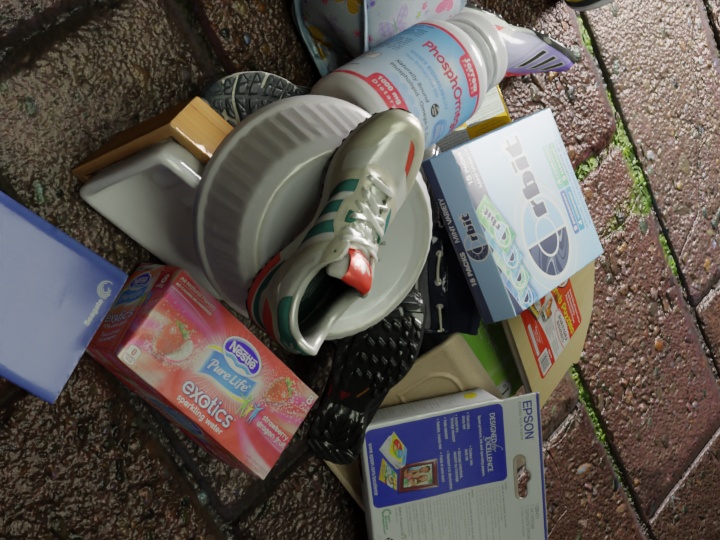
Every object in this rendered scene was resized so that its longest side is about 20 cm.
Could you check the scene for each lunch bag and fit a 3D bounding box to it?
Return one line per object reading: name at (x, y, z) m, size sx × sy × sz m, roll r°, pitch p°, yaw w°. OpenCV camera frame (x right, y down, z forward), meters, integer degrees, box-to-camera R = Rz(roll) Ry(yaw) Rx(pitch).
lunch bag at (0.018, -0.296, 1.022) m, size 0.169 × 0.127 × 0.201 m, roll -38°, pitch 140°, yaw -28°

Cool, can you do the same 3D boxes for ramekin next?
ramekin at (-0.031, -0.037, 0.830) m, size 0.201 × 0.094 × 0.204 m, roll -10°, pitch 112°, yaw -24°

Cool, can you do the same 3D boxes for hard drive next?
hard drive at (-0.313, 0.007, 0.853) m, size 0.200 × 0.025 × 0.133 m, roll 37°, pitch 72°, yaw -29°

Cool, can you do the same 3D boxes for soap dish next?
soap dish at (-0.139, -0.062, 0.914) m, size 0.200 × 0.157 × 0.082 m, roll 41°, pitch 54°, yaw -31°

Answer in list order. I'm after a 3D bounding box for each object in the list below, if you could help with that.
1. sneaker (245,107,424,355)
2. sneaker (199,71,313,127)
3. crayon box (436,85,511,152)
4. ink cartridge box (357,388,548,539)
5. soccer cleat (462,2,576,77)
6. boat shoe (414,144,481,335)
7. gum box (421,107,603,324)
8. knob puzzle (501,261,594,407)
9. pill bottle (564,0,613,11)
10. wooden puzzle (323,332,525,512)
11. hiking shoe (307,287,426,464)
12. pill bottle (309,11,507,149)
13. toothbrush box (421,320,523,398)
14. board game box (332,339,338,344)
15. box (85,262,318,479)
sneaker at (-0.003, -0.023, 0.739) m, size 0.070 × 0.093 × 0.201 m, roll 35°, pitch 91°, yaw -32°
sneaker at (-0.083, -0.149, 0.982) m, size 0.199 × 0.086 × 0.078 m, roll 1°, pitch 100°, yaw -46°
crayon box at (0.108, -0.131, 1.112) m, size 0.125 × 0.052 × 0.201 m, roll -25°, pitch 102°, yaw -10°
ink cartridge box at (0.100, 0.231, 1.095) m, size 0.198 × 0.047 × 0.200 m, roll -10°, pitch 109°, yaw -10°
soccer cleat at (0.171, -0.256, 1.185) m, size 0.199 × 0.068 × 0.074 m, roll 10°, pitch 102°, yaw -36°
boat shoe at (0.091, -0.027, 1.027) m, size 0.092 × 0.075 × 0.202 m, roll 7°, pitch 108°, yaw 6°
gum box at (0.161, -0.061, 1.028) m, size 0.199 × 0.044 × 0.171 m, roll -27°, pitch 97°, yaw -46°
knob puzzle at (0.212, 0.025, 1.144) m, size 0.219 × 0.030 × 0.222 m, roll -5°, pitch 97°, yaw -49°
pill bottle at (0.250, -0.418, 1.195) m, size 0.200 × 0.112 × 0.112 m, roll 48°, pitch 67°, yaw -30°
wooden puzzle at (0.070, 0.186, 1.120) m, size 0.199 × 0.046 × 0.186 m, roll -35°, pitch 112°, yaw 1°
hiking shoe at (0.004, 0.088, 0.990) m, size 0.075 × 0.101 × 0.201 m, roll 26°, pitch 113°, yaw -6°
pill bottle at (0.052, -0.174, 0.970) m, size 0.200 × 0.108 × 0.109 m, roll -37°, pitch 114°, yaw -33°
toothbrush box at (0.165, 0.044, 1.186) m, size 0.200 × 0.086 × 0.146 m, roll -41°, pitch 116°, yaw -29°
board game box at (0.000, 0.000, 1.048) m, size 0.200 × 0.047 × 0.152 m, roll 41°, pitch 69°, yaw -50°
box at (-0.149, 0.094, 0.948) m, size 0.200 × 0.094 × 0.103 m, roll 48°, pitch 66°, yaw -29°
